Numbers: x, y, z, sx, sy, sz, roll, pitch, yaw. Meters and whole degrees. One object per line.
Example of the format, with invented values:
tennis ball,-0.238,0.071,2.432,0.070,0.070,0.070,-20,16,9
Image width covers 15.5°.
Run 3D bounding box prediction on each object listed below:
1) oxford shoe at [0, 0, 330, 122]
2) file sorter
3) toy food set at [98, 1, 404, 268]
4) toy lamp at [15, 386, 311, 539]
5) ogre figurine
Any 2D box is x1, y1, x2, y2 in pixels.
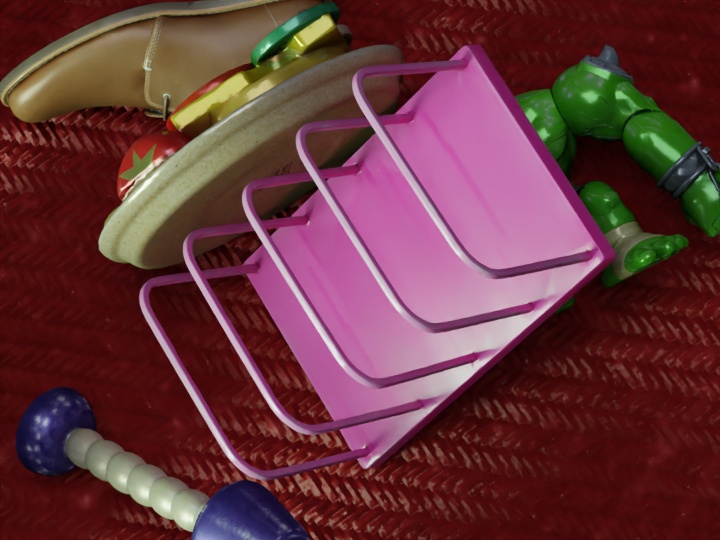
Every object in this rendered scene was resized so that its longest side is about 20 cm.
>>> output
oxford shoe,-0.108,-0.112,1.500,0.199,0.071,0.072,-15,78,2
file sorter,0.000,0.000,1.376,0.200,0.125,0.139,-43,70,32
toy food set,-0.058,-0.068,1.413,0.197,0.200,0.049,-34,80,0
toy lamp,-0.103,0.117,1.397,0.199,0.058,0.058,25,78,40
ogre figurine,0.098,-0.037,1.441,0.199,0.098,0.120,-29,84,31
